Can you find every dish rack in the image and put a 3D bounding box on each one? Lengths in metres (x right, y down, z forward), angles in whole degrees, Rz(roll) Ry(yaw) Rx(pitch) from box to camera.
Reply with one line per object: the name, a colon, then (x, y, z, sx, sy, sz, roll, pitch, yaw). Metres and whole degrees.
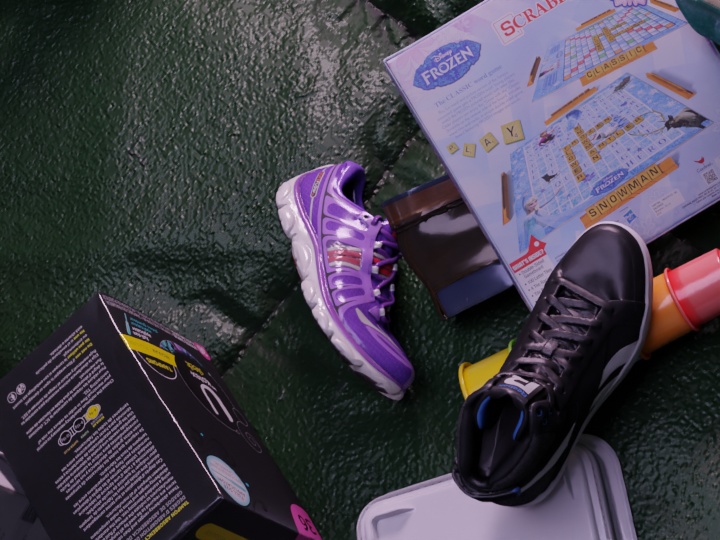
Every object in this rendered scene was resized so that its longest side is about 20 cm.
dish rack: (0.087, 0.206, 1.293, 0.199, 0.044, 0.172, -20, 63, 21)

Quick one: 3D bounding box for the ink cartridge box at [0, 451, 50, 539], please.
ink cartridge box: (-0.288, 0.204, 1.398, 0.083, 0.200, 0.147, 37, 90, 33)

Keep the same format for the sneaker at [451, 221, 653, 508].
sneaker: (0.123, 0.060, 1.222, 0.073, 0.112, 0.201, 24, 92, 21)

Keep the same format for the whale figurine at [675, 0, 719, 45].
whale figurine: (0.284, -0.121, 1.234, 0.200, 0.159, 0.104, 35, 109, 33)

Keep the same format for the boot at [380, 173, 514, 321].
boot: (0.123, -0.038, 1.368, 0.199, 0.075, 0.097, -20, 88, 9)

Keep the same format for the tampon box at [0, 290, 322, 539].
tampon box: (-0.149, 0.144, 1.377, 0.126, 0.150, 0.200, -42, 58, 9)

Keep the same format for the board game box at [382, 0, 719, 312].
board game box: (0.150, -0.107, 1.307, 0.200, 0.041, 0.200, -30, 87, 1)

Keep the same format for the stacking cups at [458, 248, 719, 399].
stacking cups: (0.167, 0.051, 1.297, 0.200, 0.060, 0.061, -26, 61, 18)

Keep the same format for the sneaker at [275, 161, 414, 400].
sneaker: (0.000, 0.000, 1.399, 0.083, 0.081, 0.200, -27, 60, 10)
